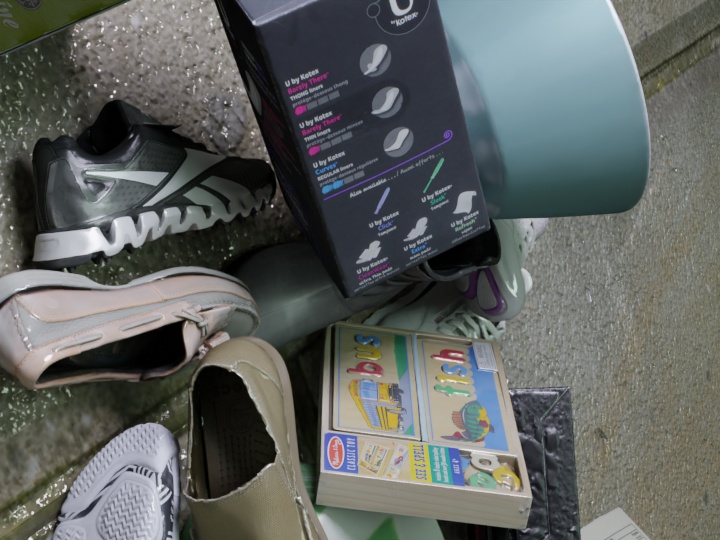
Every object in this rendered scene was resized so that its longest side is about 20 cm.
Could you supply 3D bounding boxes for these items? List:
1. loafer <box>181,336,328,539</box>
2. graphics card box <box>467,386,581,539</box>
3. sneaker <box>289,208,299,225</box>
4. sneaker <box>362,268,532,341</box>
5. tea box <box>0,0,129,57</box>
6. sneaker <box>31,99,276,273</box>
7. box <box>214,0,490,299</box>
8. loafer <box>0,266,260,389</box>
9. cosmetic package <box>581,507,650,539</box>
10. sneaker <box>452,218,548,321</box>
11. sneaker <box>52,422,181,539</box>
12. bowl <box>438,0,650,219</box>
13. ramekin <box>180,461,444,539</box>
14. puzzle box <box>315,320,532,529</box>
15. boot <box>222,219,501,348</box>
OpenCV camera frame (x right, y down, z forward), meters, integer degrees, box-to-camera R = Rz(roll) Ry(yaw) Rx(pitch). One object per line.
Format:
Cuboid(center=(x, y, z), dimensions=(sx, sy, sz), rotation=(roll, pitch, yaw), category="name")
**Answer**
Cuboid(center=(-0.064, 0.136, 0.710), dimensions=(0.067, 0.075, 0.203), rotation=(18, 55, -68), category="loafer")
Cuboid(center=(0.118, 0.160, 0.965), dimensions=(0.050, 0.200, 0.127), rotation=(-1, 80, -7), category="graphics card box")
Cuboid(center=(0.025, -0.067, 0.930), dimensions=(0.199, 0.080, 0.071), rotation=(-32, 63, -33), category="sneaker")
Cuboid(center=(0.062, 0.051, 0.989), dimensions=(0.200, 0.080, 0.077), rotation=(-48, 120, -44), category="sneaker")
Cuboid(center=(-0.172, -0.232, 0.654), dimensions=(0.134, 0.195, 0.202), rotation=(-45, 117, -47), category="tea box")
Cuboid(center=(-0.124, -0.063, 0.782), dimensions=(0.199, 0.066, 0.092), rotation=(-21, 103, -50), category="sneaker")
Cuboid(center=(-0.008, -0.107, 0.759), dimensions=(0.123, 0.105, 0.201), rotation=(56, -12, 48), category="box")
Cuboid(center=(-0.129, 0.042, 0.736), dimensions=(0.199, 0.072, 0.063), rotation=(2, 39, -49), category="loafer")
Cuboid(center=(0.245, 0.312, 1.074), dimensions=(0.200, 0.088, 0.103), rotation=(48, 30, 24), category="cosmetic package")
Cuboid(center=(0.111, -0.037, 0.996), dimensions=(0.201, 0.098, 0.076), rotation=(-102, -165, -52), category="sneaker")
Cuboid(center=(-0.121, 0.197, 0.727), dimensions=(0.115, 0.074, 0.202), rotation=(43, 47, -47), category="sneaker")
Cuboid(center=(0.095, -0.114, 0.832), dimensions=(0.104, 0.201, 0.203), rotation=(-23, 103, -10), category="bowl")
Cuboid(center=(-0.022, 0.220, 0.823), dimensions=(0.199, 0.097, 0.203), rotation=(16, 69, -50), category="ramekin")
Cuboid(center=(0.036, 0.095, 0.845), dimensions=(0.201, 0.131, 0.026), rotation=(-93, -169, -65), category="puzzle box")
Cuboid(center=(0.000, 0.000, 0.871), dimensions=(0.199, 0.131, 0.071), rotation=(-30, 106, -45), category="boot")
